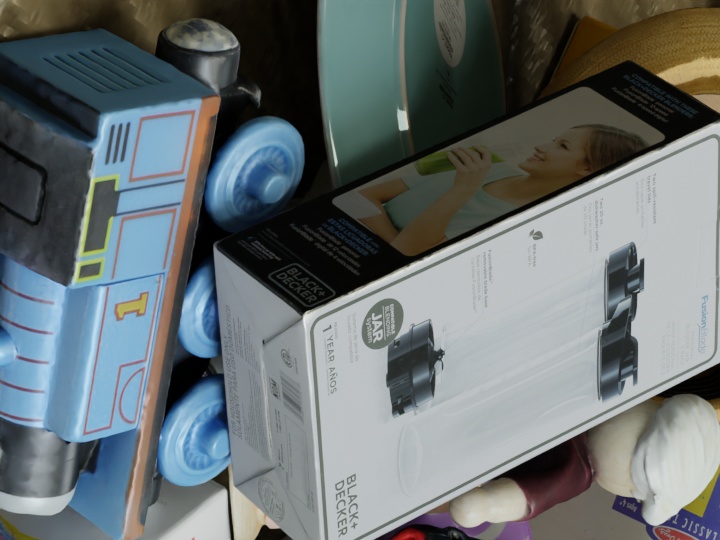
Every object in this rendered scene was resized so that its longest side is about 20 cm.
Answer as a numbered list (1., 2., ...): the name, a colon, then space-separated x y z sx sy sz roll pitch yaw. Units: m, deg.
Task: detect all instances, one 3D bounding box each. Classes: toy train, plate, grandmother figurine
1. toy train: -0.093 0.005 1.106 0.114 0.087 0.201 -11 123 -43
2. plate: 0.028 -0.071 1.196 0.200 0.025 0.202 -4 90 -70
3. grandmother figurine: 0.047 0.077 1.204 0.121 0.198 0.061 -101 -173 -70

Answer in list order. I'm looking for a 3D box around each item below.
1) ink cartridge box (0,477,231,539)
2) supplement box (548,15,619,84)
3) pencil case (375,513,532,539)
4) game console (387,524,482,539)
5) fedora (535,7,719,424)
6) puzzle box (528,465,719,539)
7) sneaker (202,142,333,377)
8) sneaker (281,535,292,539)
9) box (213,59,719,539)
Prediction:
1. ink cartridge box: -0.110 0.146 1.191 0.200 0.067 0.118 -39 141 -36
2. supplement box: 0.180 -0.023 1.381 0.109 0.199 0.110 21 94 -60
3. pencil case: 0.042 0.113 1.309 0.084 0.085 0.201 -58 134 -79
4. game console: 0.054 0.176 1.232 0.199 0.031 0.177 17 128 -30
5. fedora: 0.128 -0.022 1.267 0.199 0.082 0.202 -7 113 -18
6. puzzle box: 0.106 0.085 1.349 0.025 0.199 0.134 -4 116 -65
7. sneaker: 0.000 0.000 1.237 0.200 0.088 0.074 -42 142 -35
8. sneaker: -0.041 0.204 1.294 0.201 0.088 0.075 -58 166 -7
9. box: 0.046 0.013 1.128 0.199 0.060 0.117 -25 130 -27
